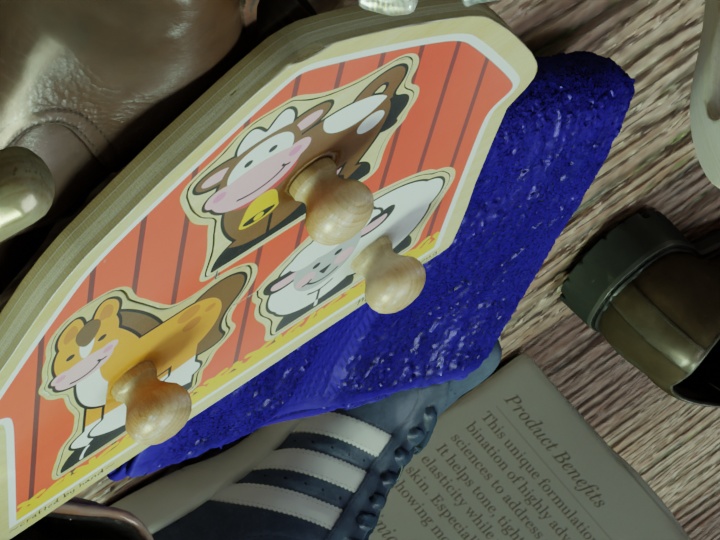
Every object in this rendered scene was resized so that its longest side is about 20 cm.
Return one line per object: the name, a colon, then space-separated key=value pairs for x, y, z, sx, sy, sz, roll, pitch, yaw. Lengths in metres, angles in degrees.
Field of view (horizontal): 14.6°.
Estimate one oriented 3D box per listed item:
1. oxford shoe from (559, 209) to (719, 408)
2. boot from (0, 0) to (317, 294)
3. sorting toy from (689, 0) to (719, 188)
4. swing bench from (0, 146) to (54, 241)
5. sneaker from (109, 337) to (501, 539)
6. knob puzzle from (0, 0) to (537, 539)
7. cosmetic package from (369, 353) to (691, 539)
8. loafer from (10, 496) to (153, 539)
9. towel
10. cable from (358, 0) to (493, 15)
oxford shoe: x=0.156 y=0.029 z=1.219 sx=0.073 sy=0.084 sz=0.200 roll=-50 pitch=160 yaw=19
boot: x=-0.112 y=-0.024 z=0.668 sx=0.200 sy=0.064 sz=0.186 roll=-38 pitch=158 yaw=6
sorting toy: x=0.162 y=-0.111 z=0.877 sx=0.106 sy=0.201 sz=0.180 roll=20 pitch=150 yaw=-18
swing bench: x=-0.194 y=0.001 z=0.460 sx=0.200 sy=0.130 sz=0.199 roll=-45 pitch=160 yaw=13
sneaker: x=-0.013 y=0.093 z=1.042 sx=0.200 sy=0.085 sz=0.075 roll=-34 pitch=159 yaw=-18
knob puzzle: x=-0.024 y=-0.003 z=0.758 sx=0.219 sy=0.031 sz=0.220 roll=-35 pitch=163 yaw=-12
cosmetic package: x=0.040 y=0.180 z=1.198 sx=0.199 sy=0.168 sz=0.167 roll=-33 pitch=158 yaw=-19
loafer: x=-0.124 y=0.089 z=0.837 sx=0.063 sy=0.072 sz=0.200 roll=-17 pitch=174 yaw=17
towel: x=0.000 y=0.000 z=0.926 sx=0.199 sy=0.050 sz=0.148 roll=-17 pitch=150 yaw=-48
cable: x=0.057 y=-0.168 z=0.583 sx=0.199 sy=0.069 sz=0.200 roll=-28 pitch=140 yaw=-8
